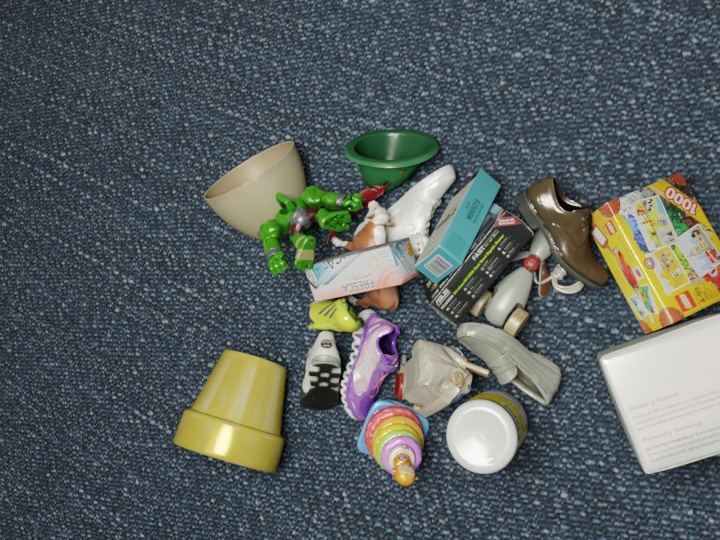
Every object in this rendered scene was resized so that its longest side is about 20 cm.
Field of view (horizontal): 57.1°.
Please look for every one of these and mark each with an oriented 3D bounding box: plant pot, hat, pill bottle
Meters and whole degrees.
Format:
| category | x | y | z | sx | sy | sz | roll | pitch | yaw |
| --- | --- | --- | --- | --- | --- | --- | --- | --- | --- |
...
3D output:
| category | x | y | z | sx | sy | sz | roll | pitch | yaw |
| --- | --- | --- | --- | --- | --- | --- | --- | --- | --- |
| plant pot | -0.227 | 0.259 | 1.248 | 0.198 | 0.201 | 0.191 | 9 | 73 | 21 |
| hat | 0.051 | -0.153 | 1.243 | 0.198 | 0.166 | 0.178 | 9 | 124 | 21 |
| plant pot | -0.179 | -0.137 | 1.268 | 0.199 | 0.201 | 0.135 | -24 | 113 | 17 |
| pill bottle | 0.210 | 0.253 | 1.068 | 0.108 | 0.200 | 0.111 | -2 | 85 | 20 |

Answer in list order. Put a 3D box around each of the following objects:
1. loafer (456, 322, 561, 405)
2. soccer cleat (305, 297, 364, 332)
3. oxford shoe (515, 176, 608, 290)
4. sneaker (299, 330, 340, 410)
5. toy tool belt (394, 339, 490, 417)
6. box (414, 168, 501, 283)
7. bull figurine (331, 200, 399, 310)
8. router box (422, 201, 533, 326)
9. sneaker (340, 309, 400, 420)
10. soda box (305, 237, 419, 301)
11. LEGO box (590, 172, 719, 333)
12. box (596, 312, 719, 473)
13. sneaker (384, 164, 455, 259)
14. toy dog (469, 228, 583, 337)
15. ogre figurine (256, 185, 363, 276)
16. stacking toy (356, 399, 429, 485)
| category | x | y | z | sx | sy | sz | roll | pitch | yaw |
| --- | --- | --- | --- | --- | --- | --- | --- | --- | --- |
| loafer | 0.243 | 0.152 | 1.093 | 0.199 | 0.070 | 0.070 | 29 | 62 | -7 |
| soccer cleat | -0.052 | 0.087 | 1.193 | 0.083 | 0.200 | 0.065 | -39 | 105 | -8 |
| oxford shoe | 0.333 | -0.057 | 1.031 | 0.084 | 0.073 | 0.201 | -35 | 97 | 34 |
| sneaker | -0.069 | 0.187 | 1.222 | 0.073 | 0.201 | 0.089 | 8 | 49 | -10 |
| toy tool belt | 0.137 | 0.191 | 1.133 | 0.121 | 0.200 | 0.126 | 7 | 68 | -8 |
| box | 0.165 | -0.076 | 1.112 | 0.049 | 0.201 | 0.082 | 37 | 145 | -7 |
| bull figurine | 0.016 | -0.023 | 1.202 | 0.121 | 0.065 | 0.203 | -2 | 103 | 48 |
| router box | 0.191 | -0.018 | 1.119 | 0.062 | 0.150 | 0.201 | 38 | 100 | -7 |
| sneaker | 0.025 | 0.176 | 1.200 | 0.088 | 0.080 | 0.203 | 9 | 89 | 36 |
| soda box | 0.000 | 0.000 | 1.135 | 0.198 | 0.063 | 0.069 | -13 | 97 | 39 |
| LEGO box | 0.468 | -0.028 | 1.025 | 0.148 | 0.077 | 0.202 | -22 | 77 | -15 |
| box | 0.473 | 0.172 | 0.976 | 0.198 | 0.199 | 0.173 | -24 | 78 | 16 |
| sneaker | 0.117 | -0.090 | 1.203 | 0.200 | 0.073 | 0.116 | -41 | 75 | 23 |
| toy dog | 0.274 | 0.028 | 1.135 | 0.199 | 0.096 | 0.133 | -34 | 72 | 0 |
| ogre figurine | -0.099 | -0.084 | 1.166 | 0.201 | 0.098 | 0.120 | -53 | 49 | 2 |
| stacking toy | 0.064 | 0.305 | 1.114 | 0.115 | 0.200 | 0.111 | 23 | 96 | -5 |
